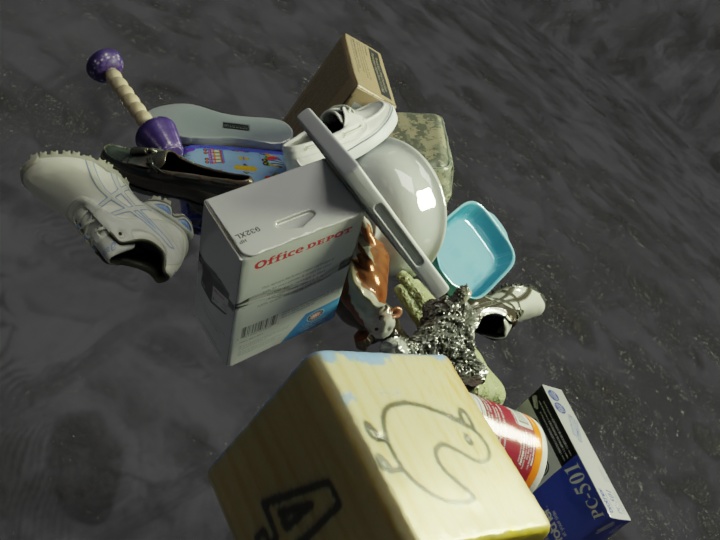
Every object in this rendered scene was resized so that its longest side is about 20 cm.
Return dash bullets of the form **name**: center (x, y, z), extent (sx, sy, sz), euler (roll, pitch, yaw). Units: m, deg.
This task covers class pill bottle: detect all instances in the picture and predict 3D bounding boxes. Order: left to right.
- **pill bottle**: center (0.107, 0.193, 1.102), extent (0.200, 0.113, 0.113), euler (24, 32, -27)

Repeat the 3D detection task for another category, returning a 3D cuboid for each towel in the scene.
- **towel**: center (0.120, 0.094, 1.291), extent (0.200, 0.036, 0.148), euler (59, 13, 23)

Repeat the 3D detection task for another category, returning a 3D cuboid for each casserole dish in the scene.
- **casserole dish**: center (0.154, -0.025, 1.404), extent (0.121, 0.039, 0.200), euler (54, 40, -3)

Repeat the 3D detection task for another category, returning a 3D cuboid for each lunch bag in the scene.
- **lunch bag**: center (-0.151, -0.095, 1.248), extent (0.200, 0.094, 0.151), euler (13, 40, -26)
- **lunch bag**: center (0.064, -0.128, 1.465), extent (0.139, 0.168, 0.200), euler (-1, 34, -2)

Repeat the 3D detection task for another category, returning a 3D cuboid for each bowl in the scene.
- **bowl**: center (0.009, -0.075, 1.291), extent (0.201, 0.201, 0.090), euler (49, 37, 17)

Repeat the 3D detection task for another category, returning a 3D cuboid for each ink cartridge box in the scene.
- **ink cartridge box**: center (-0.090, -0.006, 1.013), extent (0.145, 0.200, 0.084), euler (-23, 62, -27)
- **ink cartridge box**: center (-0.041, -0.225, 1.433), extent (0.075, 0.200, 0.165), euler (24, 33, -27)
- **ink cartridge box**: center (0.251, 0.252, 1.211), extent (0.044, 0.094, 0.200), euler (18, 35, -36)

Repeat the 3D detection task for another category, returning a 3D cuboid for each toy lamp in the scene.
- **toy lamp**: center (-0.290, -0.211, 1.252), extent (0.058, 0.058, 0.200), euler (1, 45, -50)

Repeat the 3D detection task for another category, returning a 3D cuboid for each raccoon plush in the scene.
- **raccoon plush**: center (0.089, 0.064, 1.135), extent (0.200, 0.097, 0.134), euler (47, 35, -60)

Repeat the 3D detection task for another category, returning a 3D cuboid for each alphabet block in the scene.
- **alphabet block**: center (0.011, 0.210, 0.875), extent (0.195, 0.196, 0.200), euler (5, 43, -45)

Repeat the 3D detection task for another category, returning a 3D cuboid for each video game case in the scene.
- **video game case**: center (0.010, -0.076, 1.046), extent (0.182, 0.022, 0.200), euler (52, 2, -31)

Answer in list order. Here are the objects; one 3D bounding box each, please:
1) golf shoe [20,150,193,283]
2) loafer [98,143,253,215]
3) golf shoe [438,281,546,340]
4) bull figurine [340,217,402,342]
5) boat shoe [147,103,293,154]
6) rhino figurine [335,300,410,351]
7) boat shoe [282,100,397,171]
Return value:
- **golf shoe**: center (-0.276, -0.056, 1.043), extent (0.200, 0.078, 0.097), euler (27, 37, -22)
- **loafer**: center (-0.217, -0.119, 1.157), extent (0.200, 0.063, 0.072), euler (21, 34, 5)
- **golf shoe**: center (0.211, 0.070, 1.457), extent (0.200, 0.078, 0.095), euler (3, 47, -33)
- **bull figurine**: center (0.000, 0.000, 1.143), extent (0.200, 0.065, 0.121), euler (-93, 160, -69)
- **boat shoe**: center (-0.194, -0.178, 1.318), extent (0.199, 0.068, 0.074), euler (2, 47, -14)
- **rhino figurine**: center (0.017, 0.066, 1.232), extent (0.200, 0.060, 0.087), euler (44, 18, 1)
- **boat shoe**: center (-0.024, -0.183, 1.261), extent (0.074, 0.065, 0.200), euler (9, 39, 38)
